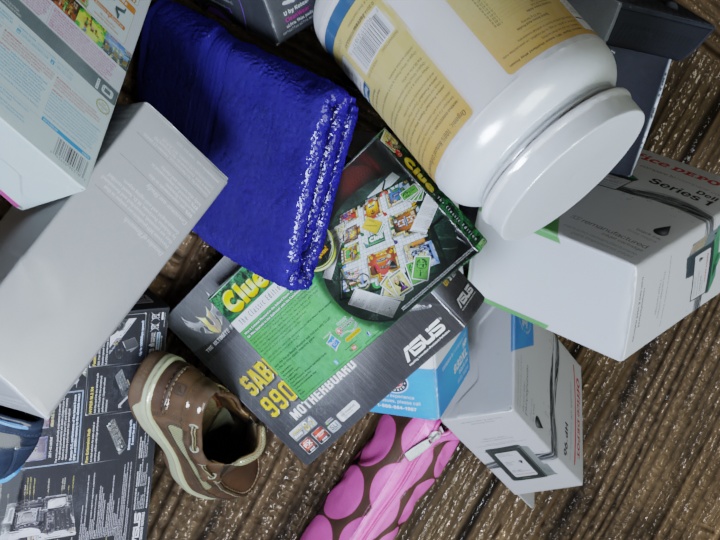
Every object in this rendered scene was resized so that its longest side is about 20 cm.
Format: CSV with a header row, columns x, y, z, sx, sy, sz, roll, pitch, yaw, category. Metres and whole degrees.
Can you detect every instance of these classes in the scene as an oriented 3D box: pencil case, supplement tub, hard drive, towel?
x,y,z,sx,sy,sz,roll,pitch,yaw,category
0.014,0.193,1.472,0.090,0.094,0.201,31,90,-21,pencil case
0.078,-0.135,1.157,0.144,0.201,0.145,-35,164,-12,supplement tub
0.155,-0.217,1.314,0.134,0.200,0.043,4,118,-45,hard drive
-0.086,-0.089,1.213,0.049,0.199,0.149,-8,119,-44,towel

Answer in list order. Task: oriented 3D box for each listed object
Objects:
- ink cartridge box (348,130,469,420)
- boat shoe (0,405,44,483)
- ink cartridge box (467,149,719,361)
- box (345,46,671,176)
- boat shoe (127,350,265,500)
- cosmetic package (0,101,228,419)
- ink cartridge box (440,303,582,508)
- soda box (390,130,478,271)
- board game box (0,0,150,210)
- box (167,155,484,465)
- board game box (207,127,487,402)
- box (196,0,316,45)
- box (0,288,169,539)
x,y,z,sx,sy,sz,roll,pitch,yaw,category
0.000,0.000,1.336,0.084,0.143,0.202,-48,139,-53,ink cartridge box
-0.302,0.063,1.186,0.199,0.085,0.069,33,116,-23,boat shoe
0.199,-0.022,1.370,0.199,0.145,0.085,-28,132,-46,ink cartridge box
0.115,-0.155,1.355,0.198,0.148,0.105,9,105,-36,box
-0.108,0.132,1.334,0.075,0.074,0.203,-65,154,-16,boat shoe
-0.189,-0.009,1.141,0.090,0.106,0.201,41,74,-25,cosmetic package
0.138,0.111,1.483,0.200,0.067,0.117,46,40,-50,ink cartridge box
0.090,-0.039,1.437,0.199,0.071,0.064,36,87,-40,soda box
-0.215,-0.164,1.107,0.148,0.064,0.202,44,46,-37,board game box
-0.030,0.028,1.284,0.158,0.200,0.048,45,36,-4,box
-0.013,0.000,1.216,0.105,0.200,0.023,46,35,-4,board game box
-0.074,-0.275,1.188,0.106,0.122,0.202,-33,126,-19,box
-0.228,0.118,1.300,0.156,0.050,0.202,-5,113,-32,box
